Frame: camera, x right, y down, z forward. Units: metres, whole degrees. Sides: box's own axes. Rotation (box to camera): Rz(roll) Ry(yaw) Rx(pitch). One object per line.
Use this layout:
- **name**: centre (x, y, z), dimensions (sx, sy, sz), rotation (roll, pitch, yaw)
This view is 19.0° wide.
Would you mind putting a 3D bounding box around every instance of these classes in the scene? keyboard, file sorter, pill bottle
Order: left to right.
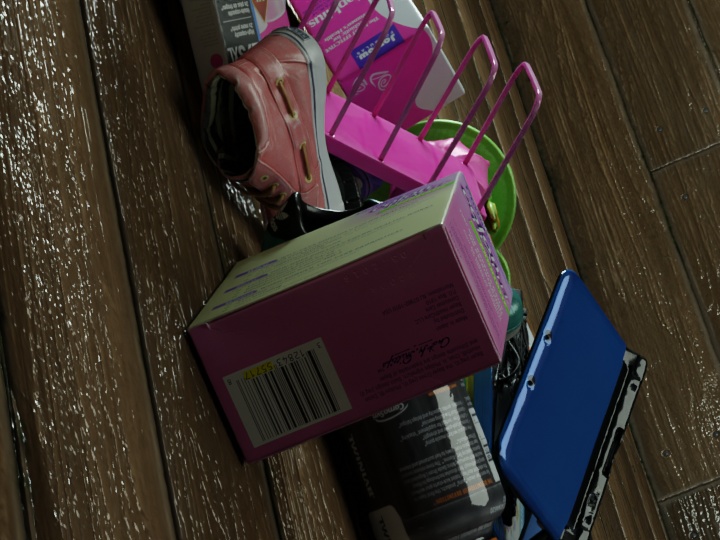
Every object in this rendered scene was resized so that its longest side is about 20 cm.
- **file sorter**: centre (0.036, -0.152, 1.788), dimensions (0.199, 0.126, 0.139), rotation (26, 17, -12)
- **pill bottle**: centre (0.042, 0.140, 1.595), dimensions (0.106, 0.106, 0.201), rotation (12, 57, -78)
- **keyboard**: centre (0.135, 0.104, 1.784), dimensions (0.104, 0.039, 0.201), rotation (74, 17, -47)

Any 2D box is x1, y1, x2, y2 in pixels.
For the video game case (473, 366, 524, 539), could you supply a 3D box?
- **video game case**: centre (0.117, 0.175, 1.819), dimensions (0.200, 0.018, 0.144), rotation (67, 23, -61)

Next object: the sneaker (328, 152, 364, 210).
- **sneaker**: centre (0.000, 0.000, 1.760), dimensions (0.091, 0.075, 0.201), rotation (52, 20, -68)

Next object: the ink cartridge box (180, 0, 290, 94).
- **ink cartridge box**: centre (-0.095, -0.200, 1.607), dimensions (0.095, 0.037, 0.202), rotation (-22, 103, -58)

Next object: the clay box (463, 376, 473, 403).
- **clay box**: centre (0.066, 0.124, 1.752), dimensions (0.115, 0.047, 0.201), rotation (69, 19, -49)

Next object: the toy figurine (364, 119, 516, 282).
- **toy figurine**: centre (0.078, -0.046, 1.974), dimensions (0.184, 0.149, 0.201), rotation (17, 55, -87)

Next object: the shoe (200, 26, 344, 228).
- **shoe**: centre (-0.069, -0.073, 1.586), dimensions (0.091, 0.071, 0.201), rotation (-34, 131, -42)

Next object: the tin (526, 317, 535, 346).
- **tin**: centre (0.077, 0.046, 1.887), dimensions (0.199, 0.042, 0.112), rotation (20, 40, -34)

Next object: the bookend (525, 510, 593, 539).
- **bookend**: centre (0.167, 0.208, 2.136), dimensions (0.200, 0.092, 0.200), rotation (46, 26, -68)

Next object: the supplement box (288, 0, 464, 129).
- **supplement box**: centre (0.006, -0.231, 2.066), dimensions (0.200, 0.101, 0.104), rotation (60, 3, 42)

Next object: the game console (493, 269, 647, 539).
- **game console**: centre (0.144, 0.132, 1.727), dimensions (0.118, 0.171, 0.201), rotation (31, 55, -8)

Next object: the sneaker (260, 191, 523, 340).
- **sneaker**: centre (0.028, -0.002, 1.538), dimensions (0.072, 0.198, 0.080), rotation (-93, -162, -57)

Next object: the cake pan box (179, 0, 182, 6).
- **cake pan box**: centre (-0.119, -0.255, 1.723), dimensions (0.185, 0.052, 0.201), rotation (-98, 163, -59)

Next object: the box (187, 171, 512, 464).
- **box**: centre (-0.001, 0.026, 1.407), dimensions (0.200, 0.175, 0.097), rotation (-67, 134, -76)

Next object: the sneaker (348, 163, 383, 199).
- **sneaker**: centre (-0.001, -0.097, 1.916), dimensions (0.200, 0.083, 0.081), rotation (-87, 153, -69)
